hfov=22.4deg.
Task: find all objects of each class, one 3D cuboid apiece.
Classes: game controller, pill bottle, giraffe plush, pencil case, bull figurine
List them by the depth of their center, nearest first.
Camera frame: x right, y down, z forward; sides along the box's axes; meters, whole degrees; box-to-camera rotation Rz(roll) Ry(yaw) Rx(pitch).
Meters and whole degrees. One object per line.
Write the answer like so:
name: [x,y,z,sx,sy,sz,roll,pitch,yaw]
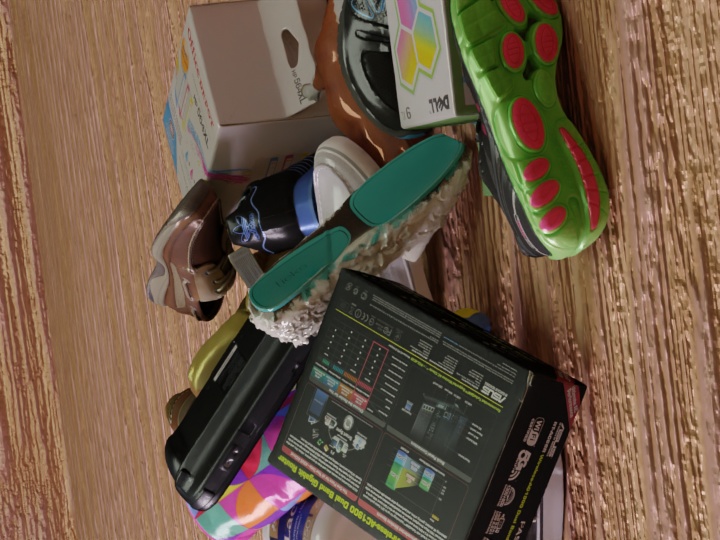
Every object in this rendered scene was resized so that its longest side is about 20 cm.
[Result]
bull figurine: [0.001,-0.141,1.410,0.122,0.065,0.201,110,148,-60]
game controller: [-0.089,0.091,1.432,0.201,0.042,0.104,-56,21,7]
pencil case: [-0.055,0.139,1.452,0.200,0.088,0.089,-40,52,26]
pill bottle: [-0.012,0.221,1.514,0.200,0.115,0.117,170,92,-71]
giraffe plush: [-0.061,0.046,1.567,0.162,0.171,0.201,-86,-18,-72]

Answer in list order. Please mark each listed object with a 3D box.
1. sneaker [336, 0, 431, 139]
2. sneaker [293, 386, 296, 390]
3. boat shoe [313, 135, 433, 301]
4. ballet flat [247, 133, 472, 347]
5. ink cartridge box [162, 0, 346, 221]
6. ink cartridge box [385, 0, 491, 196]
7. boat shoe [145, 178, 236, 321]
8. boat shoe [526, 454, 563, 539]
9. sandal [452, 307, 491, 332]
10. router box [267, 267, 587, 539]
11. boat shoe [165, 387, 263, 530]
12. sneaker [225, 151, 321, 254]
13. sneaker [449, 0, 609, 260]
sneaker: [0.023,-0.196,1.304,0.082,0.073,0.202,163,98,-70]
sneaker: [-0.072,0.155,1.687,0.087,0.076,0.201,29,133,10]
boat shoe: [0.000,0.000,1.372,0.072,0.068,0.201,12,127,47]
ballet flat: [0.005,-0.019,1.314,0.072,0.200,0.072,52,-179,-2]
ink cartridge box: [-0.089,-0.143,1.579,0.200,0.124,0.129,112,145,-58]
ink cartridge box: [0.064,-0.147,1.220,0.104,0.059,0.202,180,82,-71]
boat shoe: [-0.135,-0.014,1.564,0.072,0.076,0.200,33,158,4]
boat shoe: [0.094,0.166,1.245,0.074,0.068,0.201,-139,45,-63]
sandal: [0.073,0.123,1.313,0.087,0.079,0.201,22,117,30]
router box: [0.040,0.104,1.217,0.200,0.062,0.151,29,100,44]
boat shoe: [-0.094,0.177,1.626,0.200,0.072,0.068,52,158,-18]
sneaker: [-0.055,-0.056,1.475,0.200,0.077,0.071,-39,-64,-78]
sneaker: [0.092,-0.099,1.132,0.084,0.076,0.202,136,125,-63]
